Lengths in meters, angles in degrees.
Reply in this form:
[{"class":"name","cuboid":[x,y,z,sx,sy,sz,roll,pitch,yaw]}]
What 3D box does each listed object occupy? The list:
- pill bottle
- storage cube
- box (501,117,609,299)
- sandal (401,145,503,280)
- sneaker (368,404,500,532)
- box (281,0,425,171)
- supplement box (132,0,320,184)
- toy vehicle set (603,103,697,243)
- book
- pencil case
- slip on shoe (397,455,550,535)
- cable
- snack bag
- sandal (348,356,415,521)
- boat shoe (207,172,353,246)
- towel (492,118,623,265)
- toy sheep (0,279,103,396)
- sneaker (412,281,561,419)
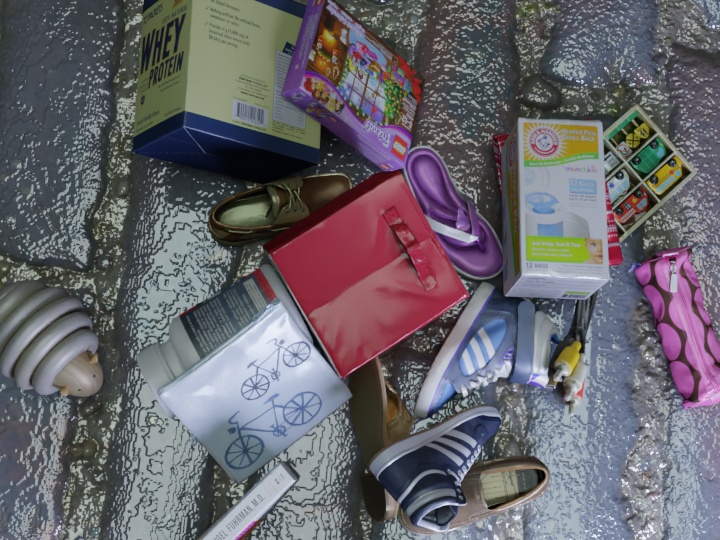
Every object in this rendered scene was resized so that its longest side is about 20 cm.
[{"class":"pill bottle","cuboid":[-0.169,0.091,1.210,0.198,0.120,0.121,-30,82,-7]},{"class":"storage cube","cuboid":[0.000,0.000,1.188,0.178,0.200,0.173,-32,98,-6]},{"class":"box","cuboid":[0.236,-0.076,1.209,0.110,0.101,0.204,3,74,-3]},{"class":"sandal","cuboid":[0.116,-0.074,1.286,0.082,0.050,0.204,-34,83,-7]},{"class":"sneaker","cuboid":[0.114,0.239,1.178,0.198,0.071,0.109,-16,55,-34]},{"class":"box","cuboid":[-0.004,-0.234,1.245,0.199,0.039,0.139,31,64,-39]},{"class":"supplement box","cuboid":[-0.161,-0.236,1.218,0.198,0.133,0.204,11,76,-39]},{"class":"toy vehicle set","cuboid":[0.337,-0.112,1.312,0.199,0.027,0.125,-40,83,-8]},{"class":"book","cuboid":[-0.156,0.310,1.164,0.200,0.134,0.048,-43,83,-9]},{"class":"pencil case","cuboid":[0.416,0.073,1.248,0.089,0.094,0.203,-19,82,-5]},{"class":"slip on shoe","cuboid":[0.141,0.278,1.217,0.196,0.061,0.077,-11,80,-4]},{"class":"cable","cuboid":[0.283,0.093,1.240,0.050,0.098,0.201,6,48,35]},{"class":"snack bag","cuboid":[-0.127,0.149,1.180,0.188,0.201,0.021,-37,39,-3]},{"class":"sandal","cuboid":[0.037,0.202,1.236,0.069,0.077,0.216,-3,86,-34]},{"class":"boat shoe","cuboid":[-0.102,-0.081,1.267,0.197,0.074,0.077,-19,81,-5]},{"class":"towel","cuboid":[0.257,-0.093,1.281,0.142,0.023,0.204,-9,79,-4]},{"class":"toy sheep","cuboid":[-0.392,0.078,1.198,0.199,0.138,0.138,39,81,5]},{"class":"sneaker","cuboid":[0.171,0.127,1.235,0.145,0.081,0.202,30,75,8]}]
